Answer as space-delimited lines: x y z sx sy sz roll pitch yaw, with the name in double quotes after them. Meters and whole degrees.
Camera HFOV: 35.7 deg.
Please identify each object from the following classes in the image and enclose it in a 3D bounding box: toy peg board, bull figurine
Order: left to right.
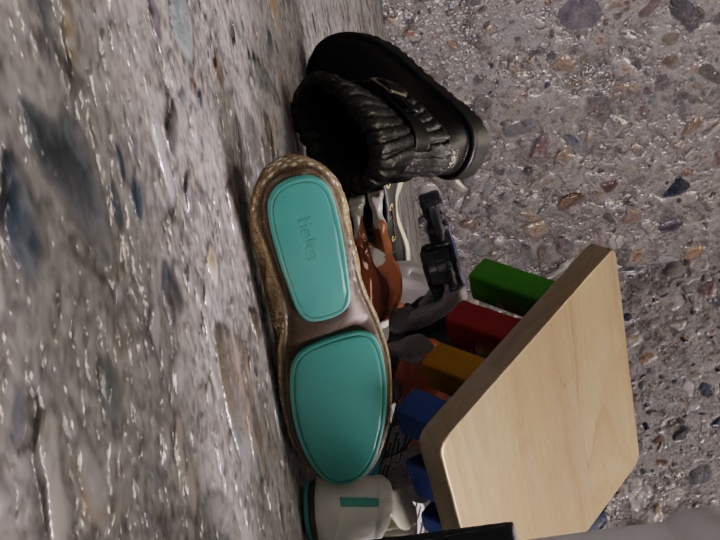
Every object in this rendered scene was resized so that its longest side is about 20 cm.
0.000 0.000 0.927 0.200 0.064 0.124 -51 130 -84 "bull figurine"
0.094 0.109 0.768 0.199 0.097 0.202 -42 132 -32 "toy peg board"

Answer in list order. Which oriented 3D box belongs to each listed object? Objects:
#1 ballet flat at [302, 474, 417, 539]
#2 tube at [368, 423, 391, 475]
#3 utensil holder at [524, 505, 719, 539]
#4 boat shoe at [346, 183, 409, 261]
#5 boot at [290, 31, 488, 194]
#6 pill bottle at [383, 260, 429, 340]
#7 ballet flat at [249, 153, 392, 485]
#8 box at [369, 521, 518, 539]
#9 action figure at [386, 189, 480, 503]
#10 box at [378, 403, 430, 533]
0.009 0.173 0.756 0.200 0.068 0.071 69 14 -69 "ballet flat"
0.015 0.167 0.972 0.077 0.050 0.203 -82 160 -79 "tube"
0.044 0.183 0.399 0.170 0.196 0.173 -8 90 -84 "utensil holder"
0.008 -0.049 1.126 0.063 0.073 0.204 -34 133 -45 "boat shoe"
-0.009 -0.137 0.917 0.156 0.210 0.081 -11 126 -46 "boot"
0.051 0.074 1.123 0.200 0.109 0.113 69 14 -69 "pill bottle"
-0.023 0.026 0.651 0.065 0.069 0.203 -122 -156 -66 "ballet flat"
0.037 0.253 0.581 0.115 0.130 0.203 72 12 -55 "box"
0.039 0.051 0.845 0.194 0.103 0.203 -57 133 -72 "action figure"
0.087 0.223 0.930 0.193 0.047 0.201 48 38 -25 "box"
